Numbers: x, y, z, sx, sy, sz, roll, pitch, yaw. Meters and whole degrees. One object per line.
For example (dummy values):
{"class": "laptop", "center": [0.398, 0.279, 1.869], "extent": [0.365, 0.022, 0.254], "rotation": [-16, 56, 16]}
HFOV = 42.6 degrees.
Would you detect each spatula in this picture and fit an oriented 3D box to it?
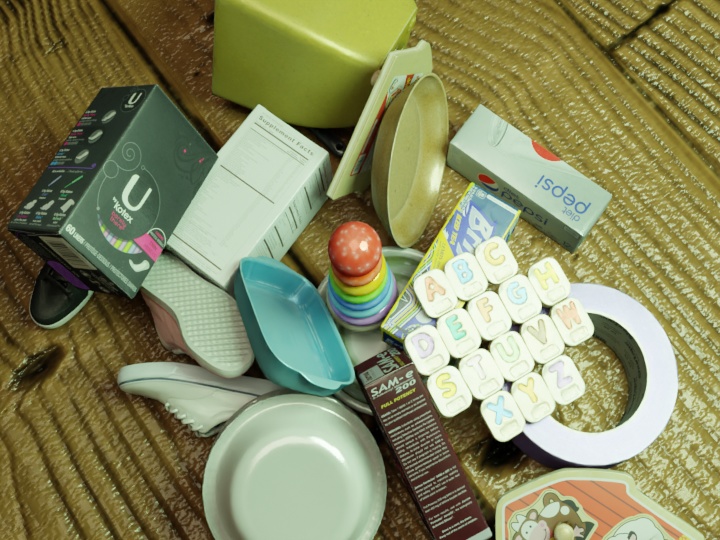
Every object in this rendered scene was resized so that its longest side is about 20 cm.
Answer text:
{"class": "spatula", "center": [-0.084, -0.216, 1.196], "extent": [0.056, 0.021, 0.200], "rotation": [-39, 76, -18]}

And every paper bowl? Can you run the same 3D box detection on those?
{"class": "paper bowl", "center": [-0.069, 0.232, 0.983], "extent": [0.197, 0.104, 0.205], "rotation": [0, 89, -6]}

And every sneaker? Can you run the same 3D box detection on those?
{"class": "sneaker", "center": [-0.185, 0.151, 1.055], "extent": [0.196, 0.073, 0.072], "rotation": [7, 69, 4]}
{"class": "sneaker", "center": [-0.181, 0.069, 1.058], "extent": [0.075, 0.106, 0.200], "rotation": [-35, 56, -23]}
{"class": "sneaker", "center": [-0.343, -0.033, 1.099], "extent": [0.072, 0.112, 0.202], "rotation": [28, 75, 12]}

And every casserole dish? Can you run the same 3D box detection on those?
{"class": "casserole dish", "center": [-0.078, 0.064, 1.001], "extent": [0.039, 0.120, 0.201], "rotation": [-51, 42, 23]}

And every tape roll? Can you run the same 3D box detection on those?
{"class": "tape roll", "center": [0.249, 0.123, 1.044], "extent": [0.196, 0.085, 0.204], "rotation": [-1, 73, 2]}

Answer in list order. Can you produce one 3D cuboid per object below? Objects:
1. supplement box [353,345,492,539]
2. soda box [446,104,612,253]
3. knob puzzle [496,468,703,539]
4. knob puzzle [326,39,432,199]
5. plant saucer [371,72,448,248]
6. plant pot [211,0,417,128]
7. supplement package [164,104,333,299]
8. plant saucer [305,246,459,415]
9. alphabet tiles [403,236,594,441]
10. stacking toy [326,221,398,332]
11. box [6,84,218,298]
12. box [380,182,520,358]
{"class": "supplement box", "center": [0.063, 0.189, 0.980], "extent": [0.060, 0.109, 0.202], "rotation": [-26, 97, -5]}
{"class": "soda box", "center": [0.203, -0.113, 1.131], "extent": [0.199, 0.064, 0.068], "rotation": [38, 77, 12]}
{"class": "knob puzzle", "center": [0.231, 0.301, 0.975], "extent": [0.216, 0.030, 0.224], "rotation": [1, 94, 12]}
{"class": "knob puzzle", "center": [0.028, -0.184, 1.101], "extent": [0.030, 0.220, 0.221], "rotation": [30, 75, 13]}
{"class": "plant saucer", "center": [0.055, -0.129, 1.077], "extent": [0.035, 0.200, 0.203], "rotation": [12, 72, 21]}
{"class": "plant pot", "center": [-0.047, -0.290, 1.121], "extent": [0.198, 0.195, 0.197], "rotation": [29, 62, 5]}
{"class": "supplement package", "center": [-0.133, -0.073, 1.105], "extent": [0.113, 0.110, 0.201], "rotation": [35, 77, 13]}
{"class": "plant saucer", "center": [0.035, 0.074, 1.084], "extent": [0.196, 0.050, 0.204], "rotation": [0, 72, 1]}
{"class": "alphabet tiles", "center": [0.150, 0.071, 0.992], "extent": [0.198, 0.015, 0.198], "rotation": [-27, 82, -12]}
{"class": "stacking toy", "center": [0.000, 0.000, 0.978], "extent": [0.084, 0.200, 0.087], "rotation": [0, 71, 1]}
{"class": "box", "center": [-0.266, -0.088, 1.013], "extent": [0.105, 0.122, 0.202], "rotation": [5, 59, 38]}
{"class": "box", "center": [0.102, 0.006, 1.045], "extent": [0.069, 0.064, 0.201], "rotation": [30, 75, 11]}
